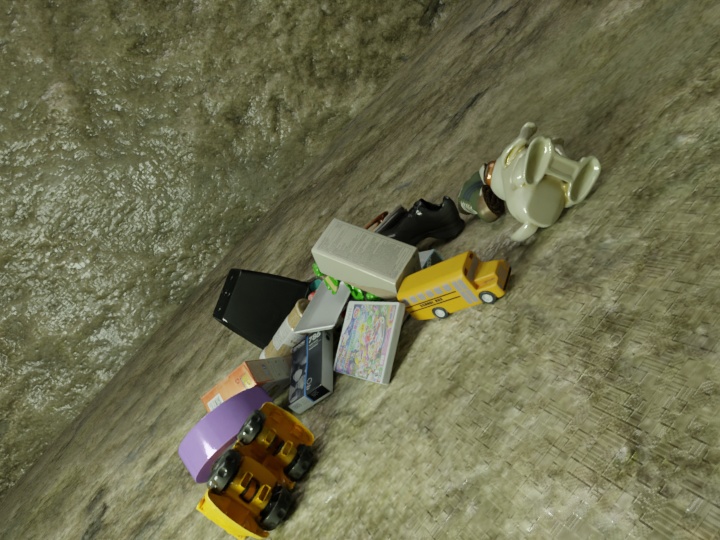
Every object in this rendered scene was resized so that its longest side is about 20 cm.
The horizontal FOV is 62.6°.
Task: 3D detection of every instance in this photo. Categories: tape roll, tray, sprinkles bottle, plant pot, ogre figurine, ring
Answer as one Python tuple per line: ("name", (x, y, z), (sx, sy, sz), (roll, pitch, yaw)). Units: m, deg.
("tape roll", (-0.249, 0.316, 1.140), (0.199, 0.066, 0.201), (-39, -19, -16))
("tray", (-0.067, 0.074, 1.297), (0.105, 0.023, 0.201), (-12, 28, 25))
("sprinkles bottle", (-0.164, 0.154, 1.369), (0.201, 0.067, 0.069), (-53, 12, 32))
("plant pot", (-0.273, 0.091, 1.543), (0.199, 0.175, 0.203), (5, 72, 66))
("ogre figurine", (0.000, 0.000, 1.254), (0.119, 0.100, 0.198), (-37, 20, -28))
("ring", (-0.001, -0.069, 1.439), (0.200, 0.019, 0.200), (-43, -4, -3))

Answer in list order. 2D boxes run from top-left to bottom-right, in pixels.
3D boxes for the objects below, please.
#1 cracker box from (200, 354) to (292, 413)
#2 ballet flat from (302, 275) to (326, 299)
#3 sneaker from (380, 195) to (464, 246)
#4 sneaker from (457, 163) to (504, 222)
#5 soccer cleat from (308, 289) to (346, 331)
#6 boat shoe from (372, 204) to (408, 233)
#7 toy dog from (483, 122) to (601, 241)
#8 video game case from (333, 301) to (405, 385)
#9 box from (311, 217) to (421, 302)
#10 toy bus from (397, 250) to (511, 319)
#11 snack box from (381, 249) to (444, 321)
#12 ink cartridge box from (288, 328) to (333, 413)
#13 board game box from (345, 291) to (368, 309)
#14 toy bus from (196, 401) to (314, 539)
("cracker box", (-0.221, 0.243, 1.247), (0.133, 0.058, 0.199), (-40, -17, 17))
("ballet flat", (-0.118, 0.045, 1.587), (0.075, 0.069, 0.199), (-34, 5, -38))
("sneaker", (0.120, -0.105, 1.277), (0.196, 0.092, 0.076), (-18, 27, 15))
("sneaker", (0.242, -0.140, 1.218), (0.090, 0.067, 0.202), (-42, 18, 31))
("soccer cleat", (-0.093, 0.103, 1.408), (0.086, 0.068, 0.199), (-52, 24, -8))
("boat shoe", (0.040, -0.064, 1.358), (0.200, 0.057, 0.067), (-45, -4, 7))
("toy dog", (0.304, -0.159, 1.056), (0.200, 0.136, 0.198), (-115, 35, -68))
("video game case", (0.012, 0.131, 1.120), (0.199, 0.018, 0.147), (-5, 70, 62))
("box", (0.012, -0.020, 1.160), (0.197, 0.078, 0.096), (23, 63, 28))
("toy bus", (0.160, 0.025, 1.022), (0.198, 0.078, 0.066), (-25, 27, 46))
("snack box", (0.079, 0.048, 1.206), (0.201, 0.037, 0.116), (-54, 19, -22))
("ink cartridge box", (-0.102, 0.190, 1.240), (0.099, 0.039, 0.202), (-37, 31, 24))
("board game box", (0.028, -0.007, 1.410), (0.199, 0.043, 0.200), (-44, 20, 5))
("toy bus", (-0.191, 0.360, 1.035), (0.192, 0.135, 0.201), (-47, 9, 49))
